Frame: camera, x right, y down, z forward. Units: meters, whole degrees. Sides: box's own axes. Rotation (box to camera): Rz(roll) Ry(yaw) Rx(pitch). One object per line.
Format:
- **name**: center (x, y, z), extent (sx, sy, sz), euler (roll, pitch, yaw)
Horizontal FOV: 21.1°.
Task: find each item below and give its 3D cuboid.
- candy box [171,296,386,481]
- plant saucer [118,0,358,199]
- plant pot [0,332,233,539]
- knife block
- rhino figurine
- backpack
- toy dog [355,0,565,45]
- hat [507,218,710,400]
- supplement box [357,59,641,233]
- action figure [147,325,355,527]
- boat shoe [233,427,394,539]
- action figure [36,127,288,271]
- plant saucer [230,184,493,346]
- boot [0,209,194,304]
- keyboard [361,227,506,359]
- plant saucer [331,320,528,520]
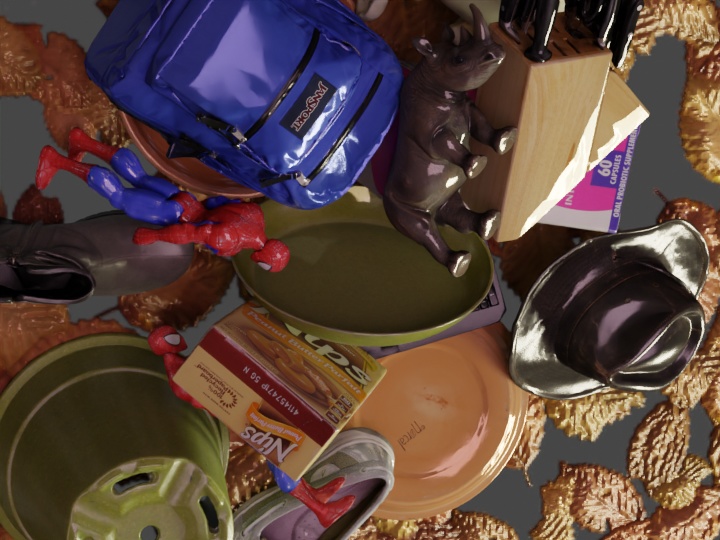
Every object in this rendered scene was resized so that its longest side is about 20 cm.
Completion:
- **candy box**: center (-0.055, 0.077, 1.426), extent (0.115, 0.200, 0.055), euler (40, 105, 2)
- **plant saucer**: center (-0.093, -0.156, 1.477), extent (0.200, 0.037, 0.200), euler (-5, 106, -17)
- **plant pot**: center (-0.176, 0.169, 1.453), extent (0.200, 0.190, 0.200), euler (-4, 105, -16)
- **knife block**: center (0.120, -0.139, 1.380), extent (0.200, 0.064, 0.176), euler (-43, 135, 8)
- **rhino figurine**: center (0.061, -0.099, 1.372), extent (0.060, 0.087, 0.200), euler (-28, 139, -41)
- **backpack**: center (-0.072, -0.134, 1.383), extent (0.200, 0.168, 0.163), euler (34, 97, -29)
- **toy dog**: center (0.118, -0.235, 1.484), extent (0.200, 0.140, 0.194), euler (24, 52, -21)
- **hat**: center (0.220, 0.054, 1.570), extent (0.200, 0.081, 0.201), euler (-21, 138, -20)
- **supplement box**: center (0.105, -0.099, 1.519), extent (0.200, 0.103, 0.101), euler (7, 103, -17)
- **action figure**: center (-0.085, 0.111, 1.457), extent (0.200, 0.065, 0.052), euler (42, 97, -19)
- **boat shoe**: center (-0.050, 0.211, 1.555), extent (0.202, 0.065, 0.074), euler (-41, 112, 14)
- **action figure**: center (-0.140, -0.045, 1.420), extent (0.200, 0.065, 0.052), euler (22, 119, 20)
- **plant saucer**: center (0.000, 0.000, 1.460), extent (0.200, 0.200, 0.031), euler (-5, 127, -16)
- **boot**: center (-0.211, 0.001, 1.430), extent (0.200, 0.131, 0.068), euler (0, 104, -17)
- **keyboard**: center (0.011, 0.017, 1.534), extent (0.200, 0.040, 0.104), euler (-17, 88, -6)
- **plant saucer**: center (0.046, 0.113, 1.592), extent (0.200, 0.032, 0.200), euler (-4, 105, -15)
